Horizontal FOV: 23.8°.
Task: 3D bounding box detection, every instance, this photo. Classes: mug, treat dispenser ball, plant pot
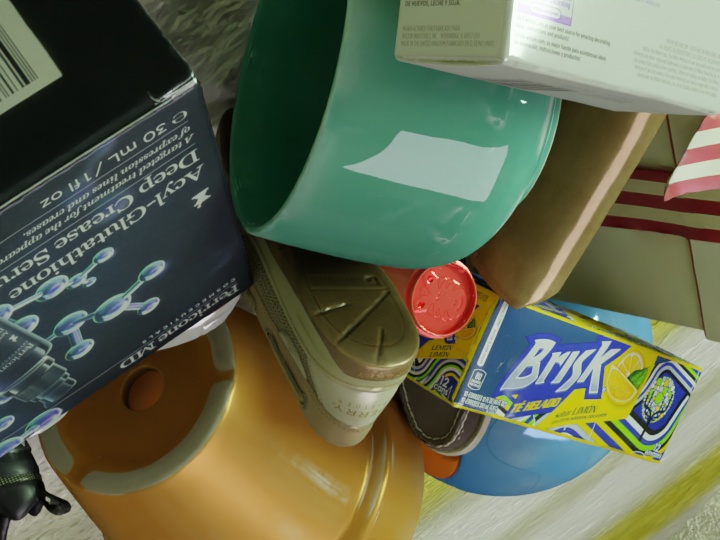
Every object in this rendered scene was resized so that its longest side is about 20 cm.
[{"bbox_3d":[0.017,-0.087,0.765,0.114,0.186,0.153,12,122,-19],"label":"mug"},{"bbox_3d":[0.094,0.048,1.131,0.200,0.201,0.201,-33,159,-14],"label":"treat dispenser ball"},{"bbox_3d":[-0.087,0.102,0.987,0.200,0.200,0.183,-39,145,3],"label":"plant pot"}]

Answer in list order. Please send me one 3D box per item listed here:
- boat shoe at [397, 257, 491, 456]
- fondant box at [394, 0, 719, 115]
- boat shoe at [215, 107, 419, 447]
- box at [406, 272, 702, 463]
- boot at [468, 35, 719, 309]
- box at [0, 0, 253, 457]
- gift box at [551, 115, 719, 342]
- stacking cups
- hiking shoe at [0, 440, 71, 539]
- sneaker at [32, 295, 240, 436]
[{"bbox_3d":[0.043,0.009,1.009,0.071,0.202,0.059,-1,176,23],"label":"boat shoe"},{"bbox_3d":[0.091,-0.169,0.664,0.144,0.058,0.202,6,92,-46],"label":"fondant box"},{"bbox_3d":[-0.033,-0.004,0.823,0.071,0.201,0.065,4,130,-24],"label":"boat shoe"},{"bbox_3d":[0.103,0.052,0.950,0.199,0.070,0.065,18,97,-46],"label":"box"},{"bbox_3d":[0.125,-0.061,0.813,0.201,0.066,0.175,-59,-165,25],"label":"boot"},{"bbox_3d":[-0.141,-0.029,0.706,0.148,0.107,0.200,-35,160,-10],"label":"box"},{"bbox_3d":[0.195,-0.060,0.972,0.200,0.186,0.185,-39,123,-33],"label":"gift box"},{"bbox_3d":[0.000,0.000,0.900,0.060,0.061,0.200,-29,-158,-22],"label":"stacking cups"},{"bbox_3d":[-0.249,0.160,0.937,0.200,0.101,0.076,-44,158,17],"label":"hiking shoe"},{"bbox_3d":[-0.156,0.017,0.868,0.199,0.077,0.082,-31,132,-21],"label":"sneaker"}]
